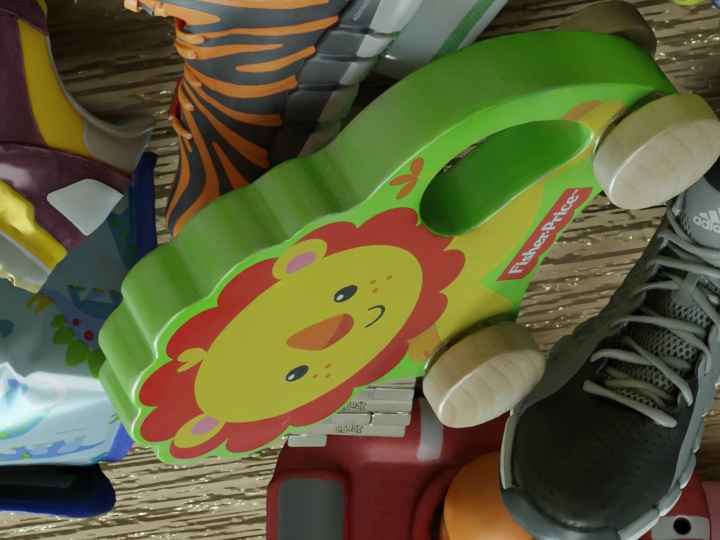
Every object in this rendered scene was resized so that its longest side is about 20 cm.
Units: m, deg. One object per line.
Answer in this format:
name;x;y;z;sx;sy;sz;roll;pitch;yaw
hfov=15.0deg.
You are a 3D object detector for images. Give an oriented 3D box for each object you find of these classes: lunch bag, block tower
lunch bag;-0.178;0.034;1.118;0.169;0.128;0.200;4;159;-14
block tower;0.000;0.000;1.127;0.057;0.054;0.200;2;147;-5

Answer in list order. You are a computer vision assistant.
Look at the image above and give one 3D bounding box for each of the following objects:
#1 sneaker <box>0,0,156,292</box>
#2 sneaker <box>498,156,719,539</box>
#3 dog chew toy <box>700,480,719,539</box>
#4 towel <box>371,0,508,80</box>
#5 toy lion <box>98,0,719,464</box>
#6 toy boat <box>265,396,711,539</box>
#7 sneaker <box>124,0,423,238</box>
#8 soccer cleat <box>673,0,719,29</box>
sneaker;-0.165;-0.085;0.988;0.200;0.090;0.075;44;171;-24
sneaker;0.118;0.010;1.054;0.075;0.200;0.116;26;138;13
dog chew toy;0.118;0.166;1.331;0.199;0.125;0.124;-30;138;23
towel;-0.030;-0.130;0.959;0.199;0.024;0.153;14;144;-22
toy lion;0.006;-0.006;0.973;0.191;0.069;0.200;-4;141;-42
toy boat;0.059;0.114;1.217;0.199;0.131;0.131;1;165;-6
sneaker;-0.054;-0.088;0.951;0.111;0.078;0.200;17;133;-17
soccer cleat;0.121;-0.122;0.921;0.083;0.065;0.200;-26;150;18
